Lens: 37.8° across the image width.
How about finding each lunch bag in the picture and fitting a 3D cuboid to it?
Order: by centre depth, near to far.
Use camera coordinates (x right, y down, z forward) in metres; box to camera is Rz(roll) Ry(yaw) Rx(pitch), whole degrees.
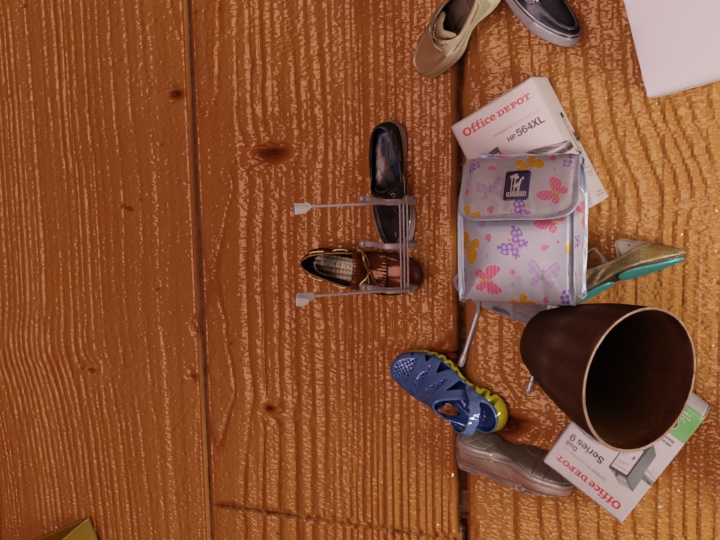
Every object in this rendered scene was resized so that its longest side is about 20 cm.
[{"bbox_3d":[0.219,-0.058,1.428,0.168,0.127,0.203,3,95,21],"label":"lunch bag"}]

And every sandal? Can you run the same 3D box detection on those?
[{"bbox_3d":[0.129,0.190,1.618,0.199,0.087,0.080,28,116,20],"label":"sandal"}]

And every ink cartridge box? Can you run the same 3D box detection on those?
[{"bbox_3d":[0.380,0.234,1.510,0.145,0.084,0.201,37,111,16],"label":"ink cartridge box"},{"bbox_3d":[0.241,-0.157,1.513,0.145,0.084,0.202,-29,87,26],"label":"ink cartridge box"}]

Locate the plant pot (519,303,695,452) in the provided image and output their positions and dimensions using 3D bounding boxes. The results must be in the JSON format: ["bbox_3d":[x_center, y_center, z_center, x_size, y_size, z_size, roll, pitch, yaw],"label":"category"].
[{"bbox_3d":[0.306,0.120,1.404,0.200,0.185,0.189,21,111,60],"label":"plant pot"}]

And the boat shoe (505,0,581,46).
[{"bbox_3d":[0.244,-0.406,1.465,0.200,0.071,0.091,48,142,13],"label":"boat shoe"}]

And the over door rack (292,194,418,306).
[{"bbox_3d":[-0.012,-0.035,1.560,0.067,0.198,0.150,-158,65,-67],"label":"over door rack"}]

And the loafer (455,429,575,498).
[{"bbox_3d":[0.236,0.303,1.604,0.198,0.072,0.064,20,123,27],"label":"loafer"}]

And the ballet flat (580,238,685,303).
[{"bbox_3d":[0.359,-0.008,1.497,0.199,0.071,0.071,-26,87,26],"label":"ballet flat"}]

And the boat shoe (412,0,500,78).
[{"bbox_3d":[0.126,-0.352,1.521,0.072,0.065,0.200,55,136,10],"label":"boat shoe"}]

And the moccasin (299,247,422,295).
[{"bbox_3d":[0.000,-0.002,1.651,0.199,0.078,0.075,14,101,20],"label":"moccasin"}]

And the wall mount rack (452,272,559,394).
[{"bbox_3d":[0.214,0.088,1.573,0.198,0.075,0.175,22,144,23],"label":"wall mount rack"}]

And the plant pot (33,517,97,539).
[{"bbox_3d":[-0.577,0.617,1.960,0.193,0.195,0.202,-25,96,25],"label":"plant pot"}]

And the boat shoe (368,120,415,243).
[{"bbox_3d":[0.043,-0.129,1.619,0.069,0.066,0.203,4,100,24],"label":"boat shoe"}]

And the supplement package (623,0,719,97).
[{"bbox_3d":[0.460,-0.328,1.373,0.198,0.111,0.158,-14,92,26],"label":"supplement package"}]
